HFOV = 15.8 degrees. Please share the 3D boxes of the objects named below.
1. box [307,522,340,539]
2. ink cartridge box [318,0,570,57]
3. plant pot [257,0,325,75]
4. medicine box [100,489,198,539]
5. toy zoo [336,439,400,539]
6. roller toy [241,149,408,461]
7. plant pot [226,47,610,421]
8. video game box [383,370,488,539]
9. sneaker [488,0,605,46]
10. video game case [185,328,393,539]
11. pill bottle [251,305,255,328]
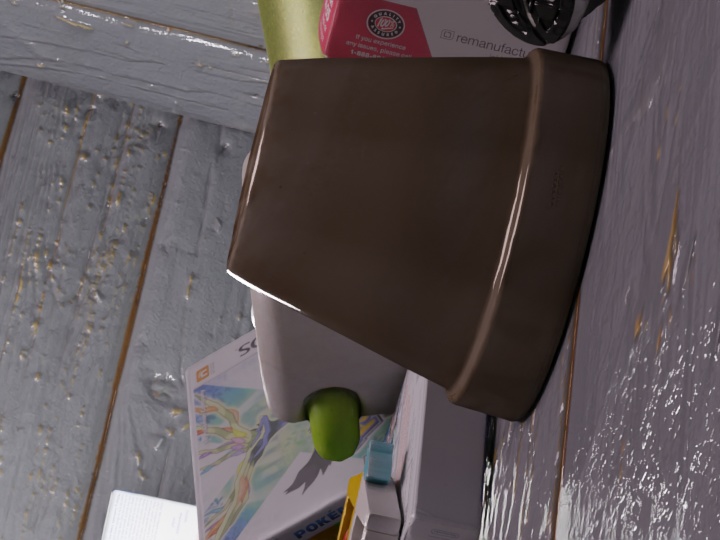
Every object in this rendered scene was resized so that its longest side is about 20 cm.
[{"bbox_3d":[-0.023,0.162,1.844,0.113,0.101,0.201,109,173,-52],"label":"box"},{"bbox_3d":[0.068,-0.214,1.529,0.083,0.146,0.201,-87,11,-61],"label":"ink cartridge box"},{"bbox_3d":[0.009,-0.157,1.820,0.200,0.199,0.185,122,146,-77],"label":"plant pot"},{"bbox_3d":[-0.268,0.387,3.685,0.182,0.199,0.104,125,156,-78],"label":"medicine box"},{"bbox_3d":[-0.007,0.197,1.486,0.131,0.020,0.201,-145,67,-84],"label":"toy zoo"},{"bbox_3d":[0.000,0.000,1.665,0.183,0.139,0.201,-97,1,-58],"label":"roller toy"},{"bbox_3d":[0.024,-0.035,1.382,0.200,0.172,0.201,-167,90,-85],"label":"plant pot"},{"bbox_3d":[0.035,0.143,1.531,0.201,0.047,0.183,-82,9,-50],"label":"video game box"},{"bbox_3d":[0.114,-0.221,1.359,0.079,0.074,0.201,-30,-42,-45],"label":"sneaker"},{"bbox_3d":[-0.039,0.099,1.778,0.182,0.022,0.201,-30,40,18],"label":"video game case"},{"bbox_3d":[-0.050,0.016,2.602,0.110,0.109,0.201,110,172,-56],"label":"pill bottle"}]
